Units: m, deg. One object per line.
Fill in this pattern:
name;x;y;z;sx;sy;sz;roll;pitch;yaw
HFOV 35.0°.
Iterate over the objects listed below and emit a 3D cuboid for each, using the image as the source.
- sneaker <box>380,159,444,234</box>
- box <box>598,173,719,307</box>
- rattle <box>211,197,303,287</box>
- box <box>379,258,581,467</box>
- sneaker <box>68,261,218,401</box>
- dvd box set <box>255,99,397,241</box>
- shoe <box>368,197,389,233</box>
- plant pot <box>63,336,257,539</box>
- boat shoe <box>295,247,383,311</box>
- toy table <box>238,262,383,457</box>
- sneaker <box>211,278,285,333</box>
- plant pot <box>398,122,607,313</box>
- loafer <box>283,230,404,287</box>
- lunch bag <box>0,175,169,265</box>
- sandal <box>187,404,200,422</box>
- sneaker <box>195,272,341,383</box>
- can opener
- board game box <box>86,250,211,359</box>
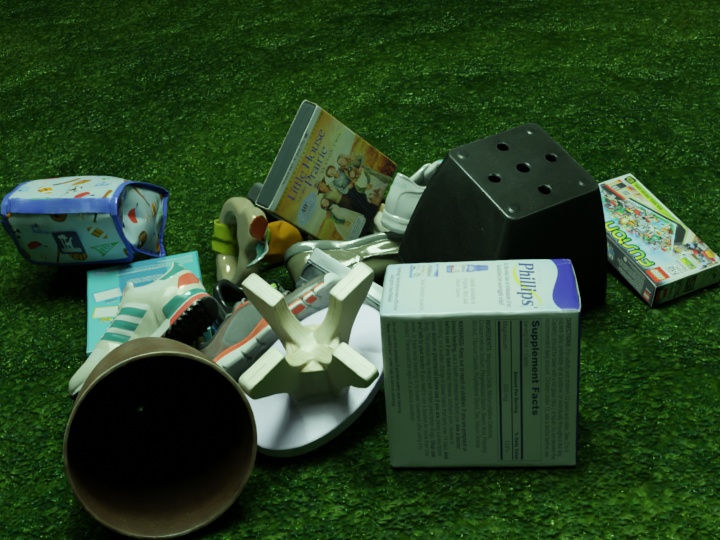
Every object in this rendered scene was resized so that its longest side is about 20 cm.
sneaker;0.111;-0.106;1.511;0.075;0.090;0.198;24;26;37
box;0.362;-0.043;1.476;0.108;0.035;0.201;-18;46;-20
rattle;-0.109;-0.032;1.470;0.141;0.133;0.199;18;-21;-22
box;0.124;0.096;1.173;0.196;0.187;0.105;-1;28;6
sneaker;-0.262;0.071;1.324;0.199;0.070;0.094;-39;58;-1
dvd box set;-0.040;-0.115;1.500;0.029;0.148;0.199;23;-5;38
shoe;0.074;-0.046;1.564;0.199;0.054;0.069;31;10;37
plant pot;-0.213;0.145;1.178;0.183;0.191;0.200;-12;16;-12
boat shoe;0.006;0.048;1.392;0.198;0.068;0.072;31;-2;18
toy table;-0.050;0.090;1.200;0.182;0.118;0.201;24;62;22
sneaker;-0.102;0.056;1.377;0.197;0.084;0.071;13;34;27
plant pot;0.182;-0.056;1.380;0.197;0.179;0.201;-19;49;-24
loafer;0.000;0.000;1.486;0.196;0.076;0.071;-6;60;-3
lunch bag;-0.368;-0.068;1.539;0.166;0.127;0.200;0;-5;8
sandal;-0.096;0.135;1.276;0.196;0.049;0.076;-11;30;-8
sneaker;-0.112;0.053;1.316;0.199;0.077;0.082;-35;58;0
can opener;-0.090;-0.085;1.637;0.199;0.052;0.067;27;82;48
board game box;-0.268;0.054;1.444;0.148;0.048;0.201;-10;31;-7
